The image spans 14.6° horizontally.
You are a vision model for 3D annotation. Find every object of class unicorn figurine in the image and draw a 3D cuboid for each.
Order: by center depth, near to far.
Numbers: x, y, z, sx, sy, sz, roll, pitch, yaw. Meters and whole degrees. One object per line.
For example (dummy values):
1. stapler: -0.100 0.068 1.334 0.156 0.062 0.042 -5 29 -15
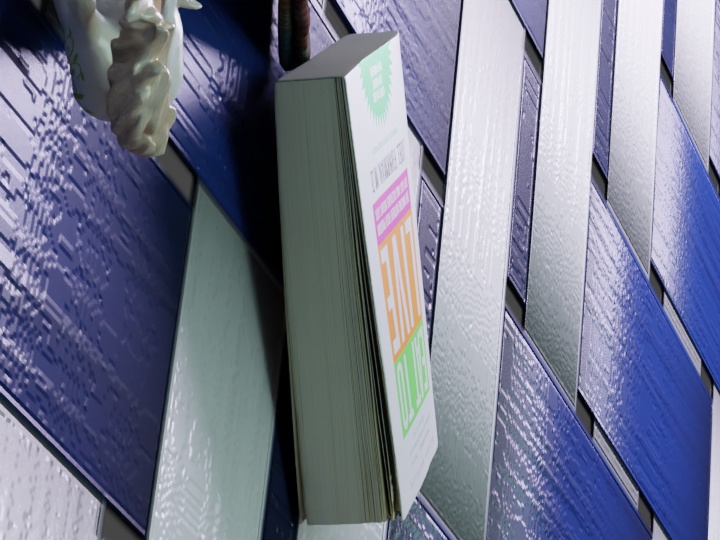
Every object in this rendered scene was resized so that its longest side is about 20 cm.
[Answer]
1. unicorn figurine: -0.089 -0.115 1.038 0.201 0.073 0.138 -83 167 -48

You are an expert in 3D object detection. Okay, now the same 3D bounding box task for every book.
1. book: 0.000 0.000 1.283 0.134 0.048 0.201 -47 133 -71

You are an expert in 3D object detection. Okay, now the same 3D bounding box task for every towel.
1. towel: -0.026 -0.207 1.241 0.147 0.022 0.201 92 -1 -74
